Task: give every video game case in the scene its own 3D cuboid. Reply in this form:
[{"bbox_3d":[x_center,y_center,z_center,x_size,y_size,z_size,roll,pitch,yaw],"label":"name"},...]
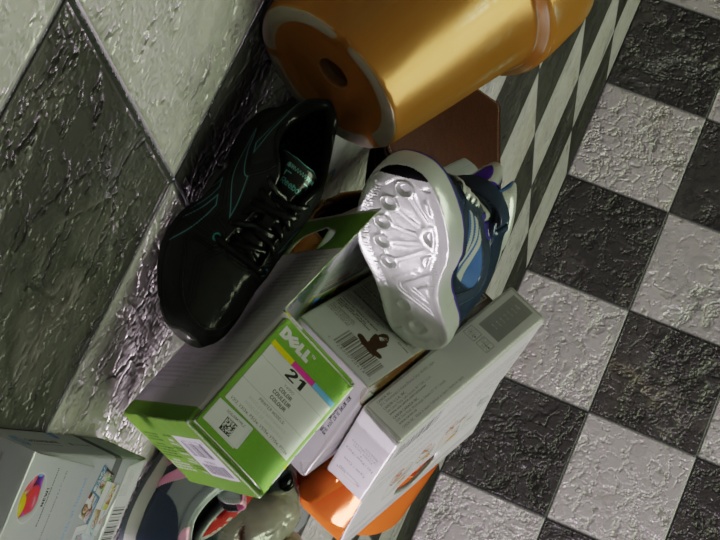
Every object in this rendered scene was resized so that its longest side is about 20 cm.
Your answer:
[{"bbox_3d":[0.000,0.000,1.178,0.200,0.023,0.182,-29,157,-54],"label":"video game case"}]

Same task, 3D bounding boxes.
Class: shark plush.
[{"bbox_3d":[-0.101,0.197,1.319,0.200,0.083,0.091,-105,-174,-63],"label":"shark plush"}]

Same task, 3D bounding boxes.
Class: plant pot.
[{"bbox_3d":[0.035,-0.193,1.026,0.183,0.200,0.201,-45,160,-22],"label":"plant pot"}]

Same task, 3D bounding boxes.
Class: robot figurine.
[{"bbox_3d":[0.013,0.165,1.330,0.201,0.143,0.117,-61,-148,37],"label":"robot figurine"}]

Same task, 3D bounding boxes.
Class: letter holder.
[{"bbox_3d":[0.047,-0.106,1.343,0.100,0.142,0.201,-40,-152,33],"label":"letter holder"}]

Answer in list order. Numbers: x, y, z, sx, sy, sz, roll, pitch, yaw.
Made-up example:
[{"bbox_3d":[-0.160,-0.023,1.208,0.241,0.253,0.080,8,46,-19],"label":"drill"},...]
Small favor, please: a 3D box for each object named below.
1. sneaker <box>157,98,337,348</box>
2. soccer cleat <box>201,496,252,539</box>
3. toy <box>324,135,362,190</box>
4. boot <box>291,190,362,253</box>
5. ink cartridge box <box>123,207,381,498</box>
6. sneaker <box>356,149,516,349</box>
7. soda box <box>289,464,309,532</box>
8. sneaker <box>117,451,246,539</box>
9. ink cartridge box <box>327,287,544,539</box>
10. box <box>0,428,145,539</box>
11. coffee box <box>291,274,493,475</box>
[{"bbox_3d":[-0.075,-0.041,0.983,0.079,0.075,0.201,-20,-139,54],"label":"sneaker"},{"bbox_3d":[-0.092,0.152,1.255,0.201,0.068,0.085,-59,155,-14],"label":"soccer cleat"},{"bbox_3d":[-0.046,-0.086,1.133,0.200,0.047,0.115,-53,176,-31],"label":"toy"},{"bbox_3d":[-0.019,-0.016,1.239,0.144,0.071,0.201,-49,172,31],"label":"boot"},{"bbox_3d":[-0.057,0.054,1.014,0.200,0.076,0.148,-48,-163,-20],"label":"ink cartridge box"},{"bbox_3d":[0.064,-0.051,1.081,0.147,0.080,0.201,-59,154,-34],"label":"sneaker"},{"bbox_3d":[-0.103,0.239,1.406,0.200,0.068,0.064,-31,142,-70],"label":"soda box"},{"bbox_3d":[-0.116,0.152,1.162,0.070,0.082,0.201,79,34,-68],"label":"sneaker"},{"bbox_3d":[0.051,0.123,1.190,0.200,0.045,0.177,-35,161,-39],"label":"ink cartridge box"},{"bbox_3d":[-0.210,0.180,0.901,0.200,0.041,0.157,40,72,-79],"label":"box"},{"bbox_3d":[0.009,0.067,1.173,0.200,0.080,0.115,-29,159,-52],"label":"coffee box"}]
